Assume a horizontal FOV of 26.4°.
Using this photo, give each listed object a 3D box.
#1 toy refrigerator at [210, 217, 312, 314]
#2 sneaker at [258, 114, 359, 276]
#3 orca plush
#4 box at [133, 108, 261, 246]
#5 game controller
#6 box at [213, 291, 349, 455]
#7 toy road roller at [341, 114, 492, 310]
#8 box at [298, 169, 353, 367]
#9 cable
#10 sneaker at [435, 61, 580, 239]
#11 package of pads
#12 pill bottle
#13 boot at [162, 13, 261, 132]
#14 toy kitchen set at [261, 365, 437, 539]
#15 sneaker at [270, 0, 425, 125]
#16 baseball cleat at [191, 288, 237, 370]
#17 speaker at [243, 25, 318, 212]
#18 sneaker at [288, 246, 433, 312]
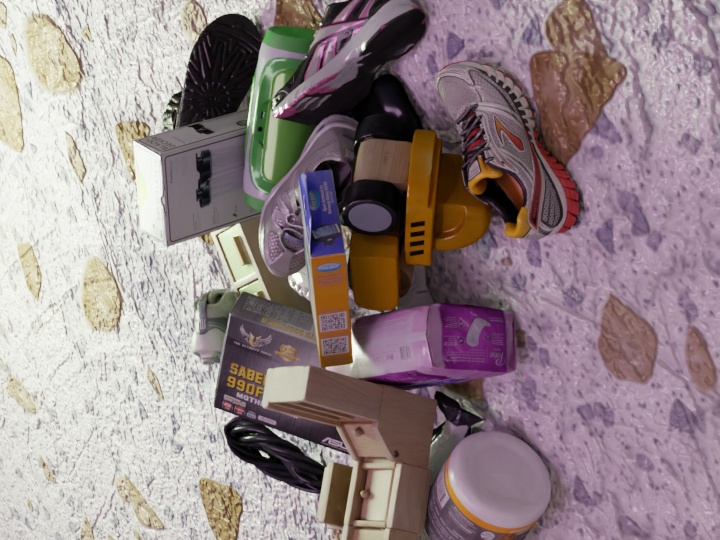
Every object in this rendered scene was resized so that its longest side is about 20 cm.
[{"bbox_3d":[-0.110,0.026,1.891,0.076,0.070,0.200,-23,88,55],"label":"toy refrigerator"},{"bbox_3d":[-0.058,-0.071,1.655,0.082,0.075,0.200,-93,24,-58],"label":"sneaker"},{"bbox_3d":[0.071,0.204,1.745,0.071,0.105,0.200,-101,16,-47],"label":"orca plush"},{"bbox_3d":[-0.159,-0.114,1.770,0.060,0.200,0.117,29,130,44],"label":"box"},{"bbox_3d":[0.007,-0.130,1.692,0.200,0.042,0.105,-44,57,52],"label":"game controller"},{"bbox_3d":[-0.065,0.126,1.814,0.200,0.048,0.159,19,131,5],"label":"box"},{"bbox_3d":[0.060,-0.055,1.567,0.146,0.123,0.200,6,142,5],"label":"toy road roller"},{"bbox_3d":[-0.036,-0.008,1.581,0.200,0.041,0.119,90,173,-49],"label":"box"},{"bbox_3d":[-0.085,0.243,1.898,0.200,0.051,0.163,38,170,-24],"label":"cable"},{"bbox_3d":[0.131,-0.118,1.485,0.200,0.082,0.078,57,143,17],"label":"sneaker"},{"bbox_3d":[0.060,0.083,1.640,0.200,0.120,0.076,-14,74,54],"label":"package of pads"},{"bbox_3d":[0.120,0.272,1.673,0.116,0.116,0.200,51,142,23],"label":"pill bottle"},{"bbox_3d":[-0.186,-0.212,1.864,0.158,0.079,0.212,-130,61,-76],"label":"boot"},{"bbox_3d":[-0.045,0.221,1.656,0.163,0.180,0.201,-9,68,52],"label":"toy kitchen set"},{"bbox_3d":[-0.019,-0.234,1.617,0.200,0.080,0.086,-37,61,24],"label":"sneaker"},{"bbox_3d":[-0.157,0.081,1.940,0.200,0.070,0.107,47,-139,-72],"label":"baseball cleat"},{"bbox_3d":[-0.080,-0.166,1.712,0.088,0.088,0.200,27,115,43],"label":"speaker"},{"bbox_3d":[0.000,0.000,1.736,0.200,0.075,0.081,6,103,40],"label":"sneaker"}]
